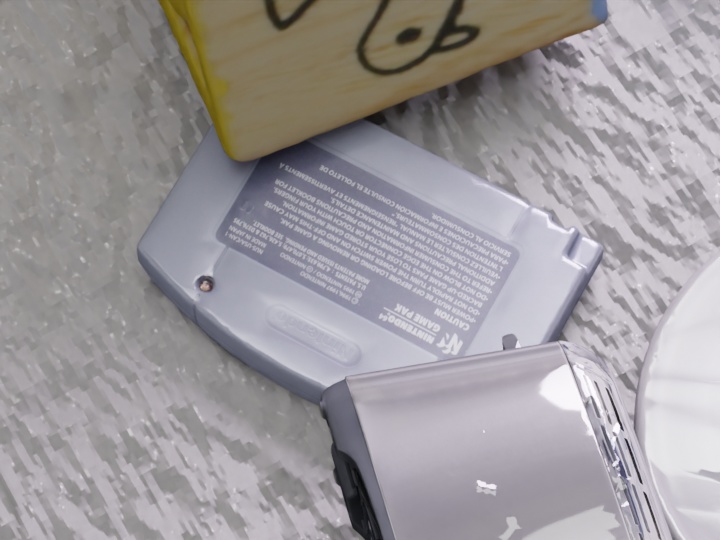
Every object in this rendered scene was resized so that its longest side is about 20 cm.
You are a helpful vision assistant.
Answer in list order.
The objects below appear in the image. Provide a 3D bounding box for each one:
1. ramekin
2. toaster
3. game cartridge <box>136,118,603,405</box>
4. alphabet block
[{"bbox_3d":[0.221,0.081,1.219,0.201,0.094,0.203,0,69,1],"label":"ramekin"},{"bbox_3d":[0.066,0.125,1.168,0.129,0.114,0.201,-16,63,-2],"label":"toaster"},{"bbox_3d":[0.000,0.000,1.289,0.199,0.041,0.133,28,69,12],"label":"game cartridge"},{"bbox_3d":[-0.015,-0.205,1.263,0.199,0.196,0.197,-22,53,-6],"label":"alphabet block"}]
